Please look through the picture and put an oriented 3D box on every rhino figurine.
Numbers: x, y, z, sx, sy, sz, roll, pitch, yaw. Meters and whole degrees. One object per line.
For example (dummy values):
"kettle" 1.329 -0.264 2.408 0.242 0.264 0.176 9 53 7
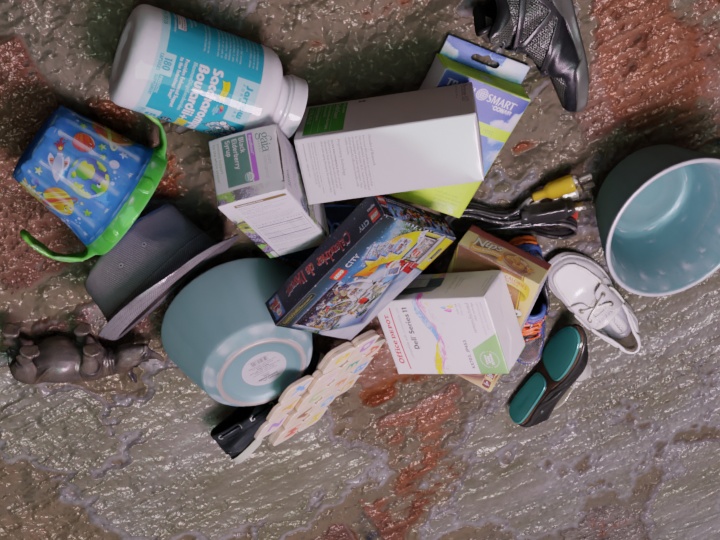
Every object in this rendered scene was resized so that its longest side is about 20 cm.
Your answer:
"rhino figurine" -0.349 0.109 1.406 0.199 0.060 0.088 2 144 -16

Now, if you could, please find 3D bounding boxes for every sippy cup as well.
"sippy cup" -0.304 -0.107 1.228 0.130 0.178 0.140 34 149 -20

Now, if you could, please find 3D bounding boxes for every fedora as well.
"fedora" -0.247 -0.010 1.310 0.200 0.177 0.090 -41 92 -2

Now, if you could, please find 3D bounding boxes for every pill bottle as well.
"pill bottle" -0.160 -0.203 1.197 0.199 0.111 0.111 15 120 -23

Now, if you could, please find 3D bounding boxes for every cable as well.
"cable" 0.205 -0.074 1.438 0.199 0.050 0.097 -8 142 7

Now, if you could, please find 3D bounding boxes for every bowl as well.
"bowl" -0.140 0.093 1.394 0.200 0.105 0.201 -15 135 -16
"bowl" 0.378 -0.078 1.406 0.200 0.105 0.201 -11 128 -14

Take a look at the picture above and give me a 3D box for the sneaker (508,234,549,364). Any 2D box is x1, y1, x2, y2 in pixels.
"sneaker" 0.219 0.053 1.495 0.075 0.079 0.200 -13 127 -3

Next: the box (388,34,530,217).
"box" 0.112 -0.168 1.330 0.122 0.048 0.200 16 121 -24

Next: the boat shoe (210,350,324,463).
"boat shoe" -0.130 0.172 1.502 0.066 0.075 0.199 38 112 -13

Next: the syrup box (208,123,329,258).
"syrup box" -0.099 -0.085 1.251 0.081 0.079 0.200 -14 162 9

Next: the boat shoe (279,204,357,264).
"boat shoe" -0.010 -0.042 1.376 0.199 0.069 0.084 -11 127 -6

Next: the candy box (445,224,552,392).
"candy box" 0.157 0.052 1.445 0.115 0.055 0.200 27 131 12

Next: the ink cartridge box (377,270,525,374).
"ink cartridge box" 0.094 0.068 1.411 0.200 0.067 0.117 -4 119 33

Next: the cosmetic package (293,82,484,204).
"cosmetic package" 0.035 -0.142 1.246 0.199 0.108 0.085 -9 117 7

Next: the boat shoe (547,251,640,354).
"boat shoe" 0.327 0.047 1.522 0.071 0.069 0.200 -42 124 18

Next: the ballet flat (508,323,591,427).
"ballet flat" 0.283 0.149 1.594 0.068 0.068 0.200 5 135 -29

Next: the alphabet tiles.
"alphabet tiles" -0.049 0.155 1.458 0.195 0.015 0.200 -24 155 -48

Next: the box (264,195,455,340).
"box" 0.000 0.000 1.323 0.136 0.038 0.200 16 128 -47

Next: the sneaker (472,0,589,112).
"sneaker" 0.193 -0.259 1.268 0.114 0.076 0.200 -22 124 5
